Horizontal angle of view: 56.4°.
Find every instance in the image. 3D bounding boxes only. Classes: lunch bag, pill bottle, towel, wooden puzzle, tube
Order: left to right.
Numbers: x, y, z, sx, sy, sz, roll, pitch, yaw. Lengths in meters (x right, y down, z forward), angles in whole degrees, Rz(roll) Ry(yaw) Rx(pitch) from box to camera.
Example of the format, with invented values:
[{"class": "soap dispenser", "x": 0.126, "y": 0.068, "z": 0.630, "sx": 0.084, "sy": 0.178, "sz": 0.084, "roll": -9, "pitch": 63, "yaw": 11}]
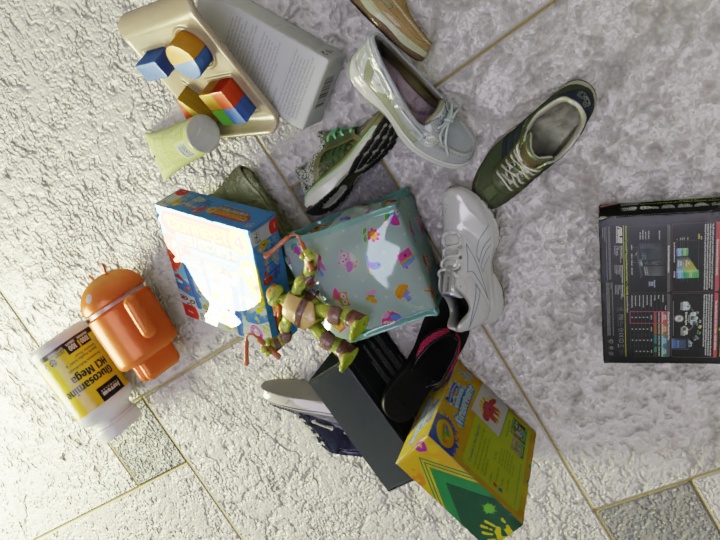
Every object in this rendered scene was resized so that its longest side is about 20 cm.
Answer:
[{"class": "pill bottle", "x": -0.481, "y": 0.201, "z": 1.194, "sx": 0.111, "sy": 0.113, "sz": 0.202, "roll": -30, "pitch": 98, "yaw": 27}, {"class": "tube", "x": -0.266, "y": -0.181, "z": 0.975, "sx": 0.198, "sy": 0.051, "sz": 0.059, "roll": -4, "pitch": 70, "yaw": 54}, {"class": "wooden puzzle", "x": -0.221, "y": -0.252, "z": 0.886, "sx": 0.183, "sy": 0.047, "sz": 0.201, "roll": 8, "pitch": 144, "yaw": 44}, {"class": "towel", "x": -0.164, "y": -0.044, "z": 1.029, "sx": 0.147, "sy": 0.037, "sz": 0.202, "roll": -33, "pitch": 97, "yaw": 29}, {"class": "lunch bag", "x": 0.000, "y": 0.000, "z": 0.939, "sx": 0.196, "sy": 0.122, "sz": 0.173, "roll": -18, "pitch": 104, "yaw": 22}]

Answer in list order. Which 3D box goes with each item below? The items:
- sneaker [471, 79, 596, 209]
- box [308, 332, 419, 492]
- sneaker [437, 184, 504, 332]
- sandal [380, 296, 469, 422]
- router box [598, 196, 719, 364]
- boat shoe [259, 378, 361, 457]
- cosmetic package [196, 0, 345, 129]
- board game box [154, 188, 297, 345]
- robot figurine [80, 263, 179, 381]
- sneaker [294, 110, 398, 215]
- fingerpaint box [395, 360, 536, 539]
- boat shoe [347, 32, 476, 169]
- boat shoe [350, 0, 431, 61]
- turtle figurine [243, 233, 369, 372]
[{"class": "sneaker", "x": 0.205, "y": -0.147, "z": 0.825, "sx": 0.067, "sy": 0.090, "sz": 0.200, "roll": 43, "pitch": 118, "yaw": -2}, {"class": "box", "x": 0.031, "y": 0.194, "z": 0.990, "sx": 0.078, "sy": 0.141, "sz": 0.202, "roll": -33, "pitch": 96, "yaw": 27}, {"class": "sneaker", "x": 0.139, "y": -0.011, "z": 0.893, "sx": 0.074, "sy": 0.086, "sz": 0.204, "roll": 3, "pitch": 113, "yaw": 49}, {"class": "sandal", "x": 0.101, "y": 0.122, "z": 0.930, "sx": 0.075, "sy": 0.202, "sz": 0.045, "roll": 39, "pitch": 162, "yaw": -16}, {"class": "router box", "x": 0.377, "y": 0.015, "z": 0.840, "sx": 0.146, "sy": 0.062, "sz": 0.205, "roll": -1, "pitch": 109, "yaw": 21}, {"class": "boat shoe", "x": -0.072, "y": 0.240, "z": 1.080, "sx": 0.195, "sy": 0.075, "sz": 0.095, "roll": 10, "pitch": 106, "yaw": 15}, {"class": "cosmetic package", "x": -0.130, "y": -0.287, "z": 0.904, "sx": 0.198, "sy": 0.071, "sz": 0.103, "roll": 31, "pitch": 118, "yaw": 6}, {"class": "board game box", "x": -0.197, "y": -0.004, "z": 0.989, "sx": 0.197, "sy": 0.056, "sz": 0.200, "roll": 15, "pitch": 128, "yaw": 32}, {"class": "robot figurine", "x": -0.384, "y": 0.084, "z": 1.113, "sx": 0.115, "sy": 0.144, "sz": 0.202, "roll": -30, "pitch": 99, "yaw": 4}, {"class": "sneaker", "x": -0.026, "y": -0.169, "z": 0.918, "sx": 0.200, "sy": 0.076, "sz": 0.089, "roll": -44, "pitch": 75, "yaw": 23}, {"class": "fingerpaint box", "x": 0.153, "y": 0.246, "z": 0.933, "sx": 0.166, "sy": 0.200, "sz": 0.074, "roll": 42, "pitch": 119, "yaw": -1}, {"class": "boat shoe", "x": 0.072, "y": -0.209, "z": 0.841, "sx": 0.202, "sy": 0.075, "sz": 0.065, "roll": 44, "pitch": 152, "yaw": -9}, {"class": "boat shoe", "x": 0.024, "y": -0.351, "z": 0.830, "sx": 0.200, "sy": 0.072, "sz": 0.076, "roll": 45, "pitch": 102, "yaw": -2}, {"class": "turtle figurine", "x": -0.074, "y": 0.067, "z": 0.902, "sx": 0.159, "sy": 0.064, "sz": 0.203, "roll": 29, "pitch": 105, "yaw": 18}]
